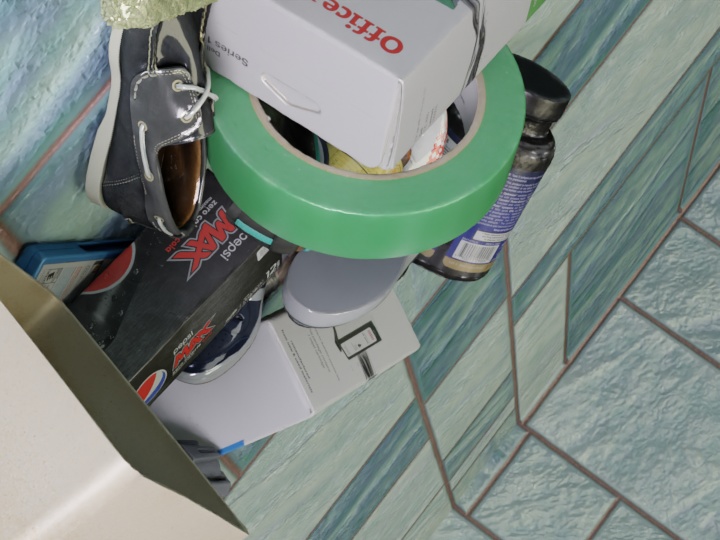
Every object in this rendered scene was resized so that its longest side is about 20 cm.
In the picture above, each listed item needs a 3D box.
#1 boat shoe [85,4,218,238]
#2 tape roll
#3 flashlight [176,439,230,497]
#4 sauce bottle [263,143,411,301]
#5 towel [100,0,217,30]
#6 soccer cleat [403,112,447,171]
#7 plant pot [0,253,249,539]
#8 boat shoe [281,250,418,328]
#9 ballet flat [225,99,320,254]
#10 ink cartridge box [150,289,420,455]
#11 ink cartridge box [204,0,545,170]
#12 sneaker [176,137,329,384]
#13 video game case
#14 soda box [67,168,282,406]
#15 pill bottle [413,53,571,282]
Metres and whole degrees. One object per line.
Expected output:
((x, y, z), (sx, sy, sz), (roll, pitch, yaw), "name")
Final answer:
((-0.106, -0.106, 0.939), (0.072, 0.068, 0.200), (-38, 153, -45), "boat shoe")
((0.001, -0.102, 1.012), (0.200, 0.200, 0.048), (-45, 162, -30), "tape roll")
((-0.183, 0.146, 1.163), (0.068, 0.068, 0.200), (-28, 163, 28), "flashlight")
((-0.042, -0.040, 1.274), (0.200, 0.066, 0.066), (-48, 163, -17), "sauce bottle")
((-0.068, -0.211, 0.835), (0.200, 0.036, 0.149), (-40, 143, -49), "towel")
((0.006, -0.066, 1.359), (0.200, 0.069, 0.085), (-55, 169, 20), "soccer cleat")
((-0.209, 0.111, 0.867), (0.177, 0.200, 0.200), (-42, 158, -3), "plant pot")
((0.000, 0.000, 1.235), (0.200, 0.069, 0.057), (-40, 163, -51), "boat shoe")
((-0.055, -0.097, 1.063), (0.200, 0.068, 0.068), (-87, -164, -45), "ballet flat")
((-0.063, 0.077, 1.316), (0.146, 0.085, 0.200), (-26, 180, 28), "ink cartridge box")
((0.018, -0.177, 0.984), (0.200, 0.146, 0.084), (-49, 163, -31), "ink cartridge box")
((-0.083, -0.020, 1.160), (0.200, 0.070, 0.109), (-59, 172, -27), "sneaker")
((-0.195, 0.042, 1.082), (0.143, 0.018, 0.200), (-59, 164, 14), "video game case")
((-0.139, 0.031, 1.054), (0.200, 0.071, 0.063), (-48, 164, -22), "soda box")
((0.113, -0.097, 1.517), (0.112, 0.112, 0.200), (-27, 150, -59), "pill bottle")
